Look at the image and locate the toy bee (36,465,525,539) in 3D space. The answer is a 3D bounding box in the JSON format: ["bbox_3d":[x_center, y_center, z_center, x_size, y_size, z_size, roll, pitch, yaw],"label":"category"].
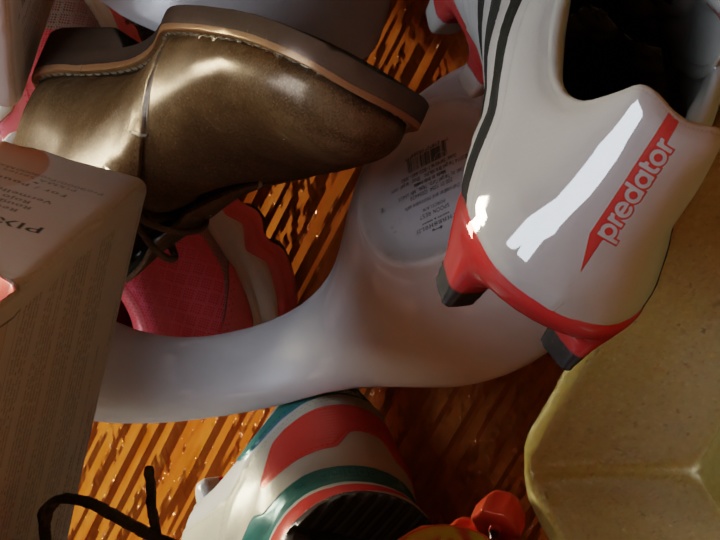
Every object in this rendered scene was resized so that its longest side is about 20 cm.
[{"bbox_3d":[0.028,0.109,0.729,0.131,0.109,0.200,-12,111,44],"label":"toy bee"}]

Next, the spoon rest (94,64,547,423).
[{"bbox_3d":[0.000,0.000,0.836,0.200,0.061,0.100,-22,57,29],"label":"spoon rest"}]

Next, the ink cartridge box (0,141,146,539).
[{"bbox_3d":[-0.112,0.066,0.699,0.200,0.050,0.163,-45,-30,-73],"label":"ink cartridge box"}]

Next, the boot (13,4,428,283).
[{"bbox_3d":[-0.048,-0.029,0.804,0.200,0.073,0.076,-3,60,61],"label":"boot"}]

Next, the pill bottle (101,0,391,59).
[{"bbox_3d":[-0.016,-0.170,0.833,0.113,0.113,0.201,42,124,48],"label":"pill bottle"}]

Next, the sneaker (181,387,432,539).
[{"bbox_3d":[-0.032,0.121,0.914,0.094,0.070,0.200,-105,31,-51],"label":"sneaker"}]

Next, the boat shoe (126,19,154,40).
[{"bbox_3d":[-0.099,-0.124,0.979,0.075,0.075,0.203,28,113,53],"label":"boat shoe"}]

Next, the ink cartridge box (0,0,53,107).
[{"bbox_3d":[-0.142,-0.160,0.810,0.200,0.125,0.129,101,-176,-65],"label":"ink cartridge box"}]

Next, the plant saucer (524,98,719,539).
[{"bbox_3d":[0.136,0.048,0.663,0.200,0.048,0.200,60,136,38],"label":"plant saucer"}]

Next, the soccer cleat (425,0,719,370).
[{"bbox_3d":[0.060,-0.060,0.718,0.085,0.068,0.200,-53,16,32],"label":"soccer cleat"}]

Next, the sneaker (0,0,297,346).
[{"bbox_3d":[-0.102,-0.037,0.917,0.200,0.087,0.074,52,130,-1],"label":"sneaker"}]
